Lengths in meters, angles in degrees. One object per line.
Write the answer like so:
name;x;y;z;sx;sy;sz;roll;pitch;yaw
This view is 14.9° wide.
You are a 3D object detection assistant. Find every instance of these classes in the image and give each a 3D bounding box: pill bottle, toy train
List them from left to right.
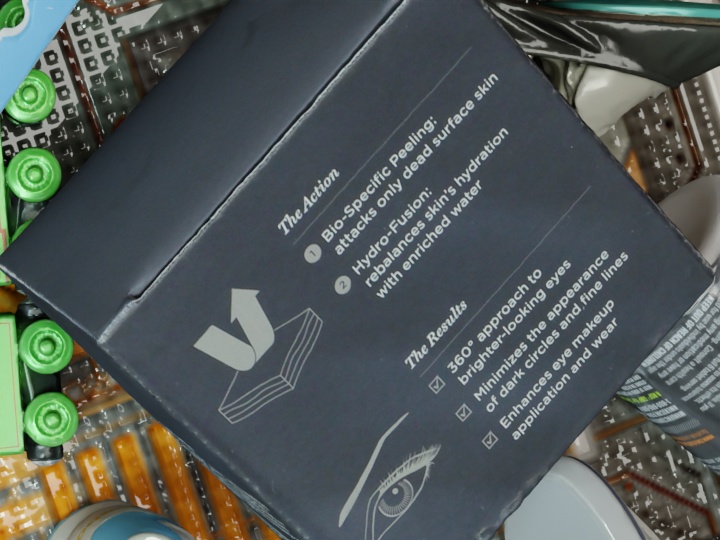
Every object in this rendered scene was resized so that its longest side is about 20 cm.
toy train;-0.149;-0.019;1.126;0.056;0.042;0.201;-5;91;-9
pill bottle;0.199;0.057;1.214;0.200;0.106;0.106;39;77;-16

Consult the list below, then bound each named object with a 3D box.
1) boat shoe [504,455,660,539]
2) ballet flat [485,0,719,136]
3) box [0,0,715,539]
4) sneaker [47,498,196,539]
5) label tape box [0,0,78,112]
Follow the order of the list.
boat shoe;0.133;0.163;1.217;0.070;0.071;0.200;-36;99;-44
ballet flat;0.074;-0.095;1.197;0.199;0.068;0.069;8;97;-9
box;0.000;0.000;1.104;0.197;0.117;0.200;-48;121;-8
sneaker;-0.064;0.190;1.131;0.076;0.081;0.200;-33;101;-19
label tape box;-0.209;-0.146;1.088;0.200;0.066;0.144;37;78;-15
